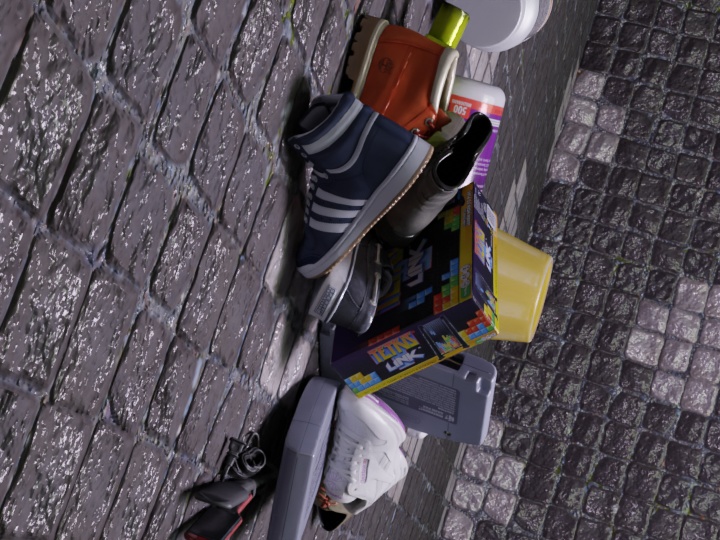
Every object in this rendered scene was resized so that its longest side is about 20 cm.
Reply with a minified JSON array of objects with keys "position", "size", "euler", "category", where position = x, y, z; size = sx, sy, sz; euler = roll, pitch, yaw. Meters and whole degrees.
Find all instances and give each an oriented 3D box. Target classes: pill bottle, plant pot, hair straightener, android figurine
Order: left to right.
[{"position":[-0.105,0.188,1.095],"size":[0.200,0.040,0.078],"euler":[-9,115,-76],"category":"hair straightener"},{"position":[0.054,-0.183,1.271],"size":[0.202,0.041,0.182],"euler":[-62,179,12],"category":"android figurine"},{"position":[0.095,-0.127,1.428],"size":[0.112,0.111,0.203],"euler":[-19,123,-75],"category":"pill bottle"},{"position":[0.177,0.017,1.786],"size":[0.201,0.186,0.204],"euler":[16,90,-76],"category":"plant pot"},{"position":[0.169,-0.330,1.494],"size":[0.200,0.115,0.118],"euler":[-42,146,-68],"category":"pill bottle"}]

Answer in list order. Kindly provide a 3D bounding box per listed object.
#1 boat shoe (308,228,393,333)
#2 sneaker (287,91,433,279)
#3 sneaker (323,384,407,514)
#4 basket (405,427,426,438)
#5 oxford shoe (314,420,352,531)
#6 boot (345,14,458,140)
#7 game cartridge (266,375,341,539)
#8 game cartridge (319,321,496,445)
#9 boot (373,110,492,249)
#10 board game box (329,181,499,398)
[{"position":[0.000,0.000,1.193],"size":[0.072,0.067,0.200],"euler":[-59,-174,23],"category":"boat shoe"},{"position":[-0.030,-0.078,1.075],"size":[0.200,0.108,0.070],"euler":[-45,-166,44],"category":"sneaker"},{"position":[0.001,0.204,1.341],"size":[0.100,0.075,0.201],"euler":[-43,146,-22],"category":"sneaker"},{"position":[0.055,0.085,1.483],"size":[0.135,0.122,0.203],"euler":[-10,115,-76],"category":"basket"},{"position":[-0.023,0.254,1.474],"size":[0.075,0.070,0.201],"euler":[-58,158,-32],"category":"oxford shoe"},{"position":[0.028,-0.130,1.155],"size":[0.075,0.106,0.203],"euler":[-33,139,-75],"category":"boot"},{"position":[-0.056,0.190,1.263],"size":[0.200,0.040,0.135],"euler":[-66,172,-74],"category":"game cartridge"},{"position":[0.049,0.119,1.325],"size":[0.134,0.198,0.041],"euler":[94,22,-46],"category":"game cartridge"},{"position":[0.093,-0.114,1.200],"size":[0.131,0.067,0.201],"euler":[-43,-167,46],"category":"boot"},{"position":[0.058,0.016,1.229],"size":[0.057,0.164,0.201],"euler":[52,25,-27],"category":"board game box"}]
